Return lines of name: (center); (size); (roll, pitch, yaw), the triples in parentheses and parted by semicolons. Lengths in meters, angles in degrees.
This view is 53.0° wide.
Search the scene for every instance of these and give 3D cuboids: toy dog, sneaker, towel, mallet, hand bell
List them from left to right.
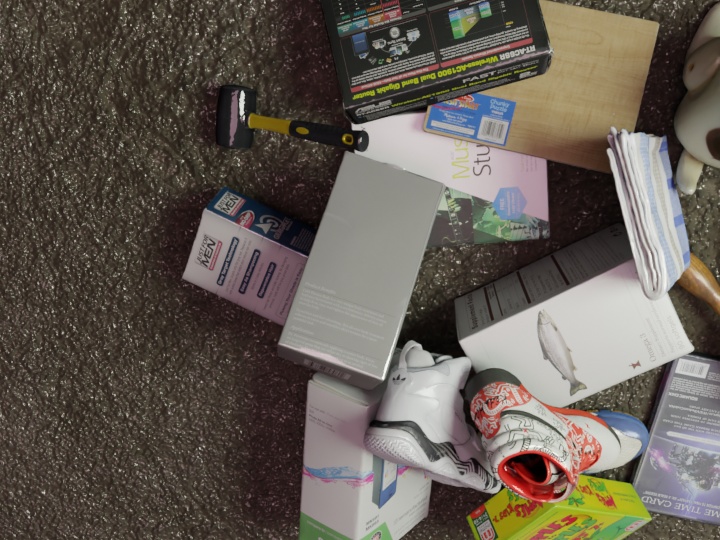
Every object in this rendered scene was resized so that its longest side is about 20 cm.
mallet: (-0.071, -0.151, 0.712); (0.199, 0.041, 0.066); (9, 103, 39)
sneaker: (0.089, 0.150, 0.724); (0.200, 0.075, 0.115); (33, 66, -40)
sneaker: (0.185, 0.176, 0.679); (0.201, 0.108, 0.067); (31, 117, -26)
sneaker: (0.228, 0.213, 0.812); (0.199, 0.088, 0.076); (-11, 103, 7)
towel: (0.272, -0.058, 0.662); (0.024, 0.200, 0.148); (-13, 90, 32)
hand bell: (0.386, 0.045, 0.753); (0.104, 0.104, 0.200); (-45, 81, 15)
toy dog: (0.355, -0.151, 0.635); (0.139, 0.200, 0.194); (41, 105, -6)

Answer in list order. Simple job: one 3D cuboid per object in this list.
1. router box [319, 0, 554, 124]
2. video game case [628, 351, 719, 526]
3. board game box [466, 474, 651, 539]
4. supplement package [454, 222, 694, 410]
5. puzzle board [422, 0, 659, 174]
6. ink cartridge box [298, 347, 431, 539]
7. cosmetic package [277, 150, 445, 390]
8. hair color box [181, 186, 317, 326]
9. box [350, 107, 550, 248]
router box: (0.067, -0.240, 0.686); (0.199, 0.062, 0.151); (-13, 84, 10)
video game case: (0.400, 0.196, 0.827); (0.142, 0.019, 0.201); (11, 108, 2)
board game box: (0.219, 0.269, 0.785); (0.200, 0.048, 0.102); (21, 124, -40)
supplement package: (0.212, 0.056, 0.752); (0.199, 0.117, 0.117); (-27, 104, 13)
puzzle board: (0.174, -0.188, 0.710); (0.199, 0.017, 0.151); (14, 90, 8)
ink cartridge box: (0.011, 0.199, 0.789); (0.087, 0.145, 0.201); (14, 109, 35)
cosmetic package: (0.000, 0.000, 0.693); (0.106, 0.090, 0.201); (20, 73, -1)
hair color box: (-0.081, 0.001, 0.781); (0.199, 0.061, 0.100); (25, 123, -3)
box: (0.095, -0.098, 0.760); (0.199, 0.036, 0.145); (-5, 105, 8)
